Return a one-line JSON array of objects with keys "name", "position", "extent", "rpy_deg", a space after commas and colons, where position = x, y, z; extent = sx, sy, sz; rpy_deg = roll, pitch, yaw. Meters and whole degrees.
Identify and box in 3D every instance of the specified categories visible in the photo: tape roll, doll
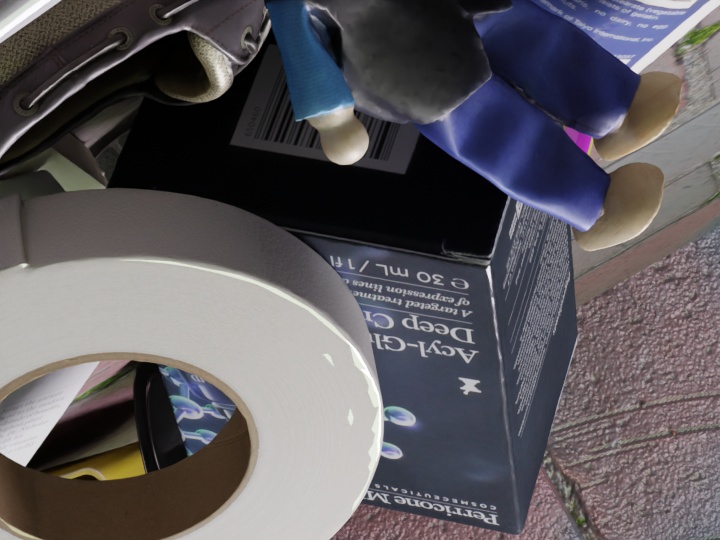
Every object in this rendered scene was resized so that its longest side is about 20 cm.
[{"name": "tape roll", "position": [-0.092, 0.054, 0.913], "extent": [0.203, 0.037, 0.203], "rpy_deg": [-5, 135, -5]}, {"name": "doll", "position": [0.021, -0.089, 0.853], "extent": [0.048, 0.200, 0.136], "rpy_deg": [-24, -137, 48]}]

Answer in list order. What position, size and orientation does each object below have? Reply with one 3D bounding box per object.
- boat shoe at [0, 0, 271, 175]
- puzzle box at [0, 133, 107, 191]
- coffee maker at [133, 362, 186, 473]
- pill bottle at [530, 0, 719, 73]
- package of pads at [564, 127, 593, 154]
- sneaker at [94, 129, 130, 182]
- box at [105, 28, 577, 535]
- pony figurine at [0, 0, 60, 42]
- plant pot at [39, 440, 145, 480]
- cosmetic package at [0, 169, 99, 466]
[{"name": "boat shoe", "position": [-0.065, -0.087, 0.869], "extent": [0.200, 0.065, 0.072], "rpy_deg": [-25, 169, -31]}, {"name": "puzzle box", "position": [-0.179, -0.023, 1.013], "extent": [0.133, 0.025, 0.200], "rpy_deg": [-29, 172, 1]}, {"name": "coffee maker", "position": [-0.068, 0.101, 1.769], "extent": [0.192, 0.135, 0.200], "rpy_deg": [-32, 171, 32]}, {"name": "pill bottle", "position": [0.106, -0.148, 0.918], "extent": [0.111, 0.111, 0.200], "rpy_deg": [-24, 170, -33]}, {"name": "package of pads", "position": [0.033, -0.047, 1.222], "extent": [0.200, 0.068, 0.155], "rpy_deg": [-36, -158, 38]}, {"name": "sneaker", "position": [-0.096, -0.027, 1.162], "extent": [0.200, 0.070, 0.080], "rpy_deg": [-27, -178, 41]}, {"name": "box", "position": [0.000, 0.000, 0.996], "extent": [0.148, 0.107, 0.200], "rpy_deg": [10, 147, 15]}, {"name": "pony figurine", "position": [-0.145, -0.044, 0.658], "extent": [0.200, 0.167, 0.193], "rpy_deg": [-47, 176, 13]}, {"name": "plant pot", "position": [-0.164, 0.216, 1.886], "extent": [0.200, 0.200, 0.176], "rpy_deg": [-19, -170, 41]}, {"name": "cosmetic package", "position": [-0.182, 0.058, 1.005], "extent": [0.101, 0.071, 0.200], "rpy_deg": [-17, 152, -51]}]
